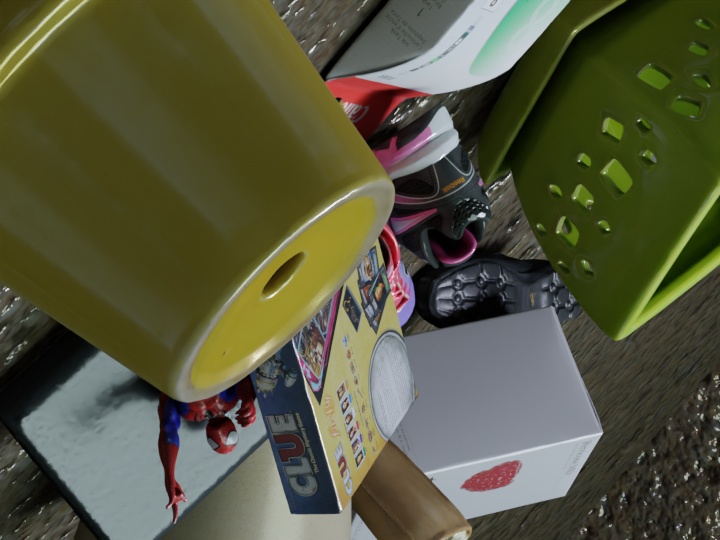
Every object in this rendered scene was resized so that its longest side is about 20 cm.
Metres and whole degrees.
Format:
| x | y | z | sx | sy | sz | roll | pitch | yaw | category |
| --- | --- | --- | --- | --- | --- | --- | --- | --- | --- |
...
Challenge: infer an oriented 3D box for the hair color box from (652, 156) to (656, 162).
| x | y | z | sx | sy | sz | roll | pitch | yaw | category |
| --- | --- | --- | --- | --- | --- | --- | --- | --- | --- |
| 0.270 | -0.134 | 2.156 | 0.200 | 0.111 | 0.064 | -42 | 166 | -12 | hair color box |

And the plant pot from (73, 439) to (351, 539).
| x | y | z | sx | sy | sz | roll | pitch | yaw | category |
| --- | --- | --- | --- | --- | --- | --- | --- | --- | --- |
| -0.082 | 0.118 | 1.747 | 0.187 | 0.187 | 0.200 | -32 | 144 | -45 | plant pot |

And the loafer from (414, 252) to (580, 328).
| x | y | z | sx | sy | sz | roll | pitch | yaw | category |
| --- | --- | --- | --- | --- | --- | --- | --- | --- | --- |
| 0.103 | 0.020 | 2.193 | 0.200 | 0.070 | 0.068 | -3 | 96 | -52 | loafer |

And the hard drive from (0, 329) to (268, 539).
| x | y | z | sx | sy | sz | roll | pitch | yaw | category |
| --- | --- | --- | --- | --- | --- | --- | --- | --- | --- |
| -0.106 | 0.062 | 1.601 | 0.200 | 0.033 | 0.140 | -43 | 124 | -13 | hard drive |

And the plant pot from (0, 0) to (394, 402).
| x | y | z | sx | sy | sz | roll | pitch | yaw | category |
| --- | --- | --- | --- | --- | --- | --- | --- | --- | --- |
| -0.094 | -0.054 | 1.145 | 0.201 | 0.189 | 0.201 | -43 | 167 | -13 | plant pot |

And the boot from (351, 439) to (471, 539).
| x | y | z | sx | sy | sz | roll | pitch | yaw | category |
| --- | --- | --- | --- | --- | --- | --- | --- | --- | --- |
| 0.000 | 0.127 | 1.912 | 0.066 | 0.200 | 0.175 | -49 | 166 | 17 | boot |

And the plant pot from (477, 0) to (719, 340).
| x | y | z | sx | sy | sz | roll | pitch | yaw | category |
| --- | --- | --- | --- | --- | --- | --- | --- | --- | --- |
| 0.208 | -0.106 | 1.902 | 0.199 | 0.181 | 0.200 | -34 | 162 | -39 | plant pot |

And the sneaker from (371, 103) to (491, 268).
| x | y | z | sx | sy | sz | roll | pitch | yaw | category |
| --- | --- | --- | --- | --- | --- | --- | --- | --- | --- |
| 0.037 | -0.036 | 1.745 | 0.080 | 0.086 | 0.200 | -33 | 175 | -7 | sneaker |

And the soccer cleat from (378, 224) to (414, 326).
| x | y | z | sx | sy | sz | roll | pitch | yaw | category |
| --- | --- | --- | --- | --- | --- | --- | --- | --- | --- |
| 0.000 | 0.000 | 1.701 | 0.067 | 0.076 | 0.200 | -61 | 150 | -12 | soccer cleat |

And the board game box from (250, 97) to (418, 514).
| x | y | z | sx | sy | sz | roll | pitch | yaw | category |
| --- | --- | --- | --- | --- | --- | --- | --- | --- | --- |
| -0.026 | 0.020 | 1.554 | 0.136 | 0.034 | 0.201 | -53 | 134 | -54 | board game box |

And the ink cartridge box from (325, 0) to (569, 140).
| x | y | z | sx | sy | sz | roll | pitch | yaw | category |
| --- | --- | --- | --- | --- | --- | --- | --- | --- | --- |
| 0.038 | -0.122 | 1.640 | 0.200 | 0.050 | 0.161 | -51 | 165 | 12 | ink cartridge box |

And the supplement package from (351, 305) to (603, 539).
| x | y | z | sx | sy | sz | roll | pitch | yaw | category |
| --- | --- | --- | --- | --- | --- | --- | --- | --- | --- |
| 0.067 | 0.122 | 2.117 | 0.199 | 0.120 | 0.121 | -12 | 154 | -18 | supplement package |

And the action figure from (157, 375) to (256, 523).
| x | y | z | sx | sy | sz | roll | pitch | yaw | category |
| --- | --- | --- | --- | --- | --- | --- | --- | --- | --- |
| -0.097 | 0.060 | 1.507 | 0.065 | 0.099 | 0.200 | -15 | 142 | 4 | action figure |
